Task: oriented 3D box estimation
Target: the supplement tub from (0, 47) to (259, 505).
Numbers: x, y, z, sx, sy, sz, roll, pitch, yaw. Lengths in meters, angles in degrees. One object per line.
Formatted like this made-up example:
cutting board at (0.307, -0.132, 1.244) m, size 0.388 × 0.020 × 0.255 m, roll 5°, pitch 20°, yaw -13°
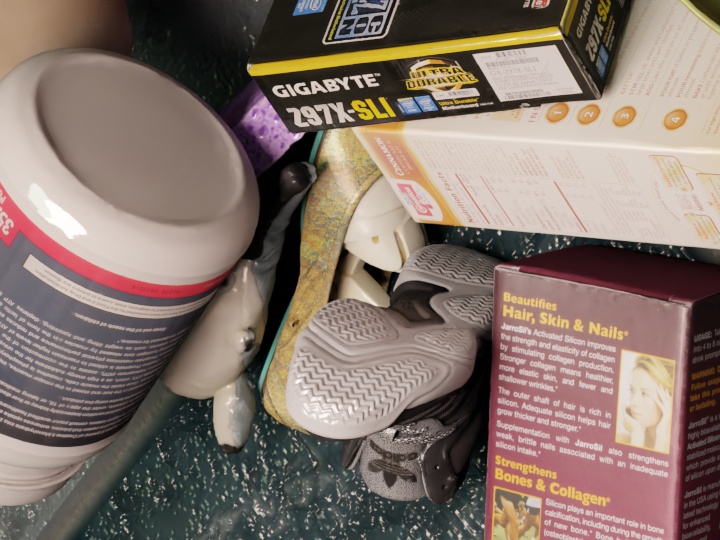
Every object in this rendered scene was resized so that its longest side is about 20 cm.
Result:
supplement tub at (-0.149, 0.005, 1.311) m, size 0.141 × 0.140 × 0.200 m, roll 51°, pitch 128°, yaw 20°

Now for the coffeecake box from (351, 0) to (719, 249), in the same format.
coffeecake box at (0.119, -0.094, 1.209) m, size 0.199 × 0.154 × 0.073 m, roll 6°, pitch 146°, yaw 38°

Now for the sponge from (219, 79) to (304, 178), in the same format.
sponge at (-0.071, -0.057, 1.397) m, size 0.030 × 0.112 × 0.200 m, roll 41°, pitch 126°, yaw -9°

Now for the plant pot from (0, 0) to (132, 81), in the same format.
plant pot at (-0.203, -0.160, 1.351) m, size 0.199 × 0.200 × 0.174 m, roll -4°, pitch 123°, yaw 39°

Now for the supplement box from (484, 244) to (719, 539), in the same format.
supplement box at (0.126, 0.097, 1.281) m, size 0.110 × 0.085 × 0.201 m, roll 11°, pitch 105°, yaw 37°

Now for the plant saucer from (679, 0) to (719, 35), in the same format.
plant saucer at (0.196, -0.161, 1.136) m, size 0.201 × 0.199 × 0.031 m, roll 59°, pitch 159°, yaw 14°

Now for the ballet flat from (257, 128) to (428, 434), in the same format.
ballet flat at (0.000, 0.000, 1.379) m, size 0.071 × 0.071 × 0.201 m, roll 32°, pitch 122°, yaw 30°

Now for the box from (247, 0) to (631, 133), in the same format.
box at (0.052, -0.155, 1.220) m, size 0.159 × 0.201 × 0.049 m, roll -6°, pitch 138°, yaw 32°

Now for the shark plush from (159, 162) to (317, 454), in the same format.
shark plush at (-0.073, 0.002, 1.389) m, size 0.090 × 0.083 × 0.201 m, roll 26°, pitch 140°, yaw 10°

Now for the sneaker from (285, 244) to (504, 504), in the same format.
sneaker at (0.018, 0.067, 1.296) m, size 0.075 × 0.200 × 0.114 m, roll 21°, pitch 116°, yaw 18°
